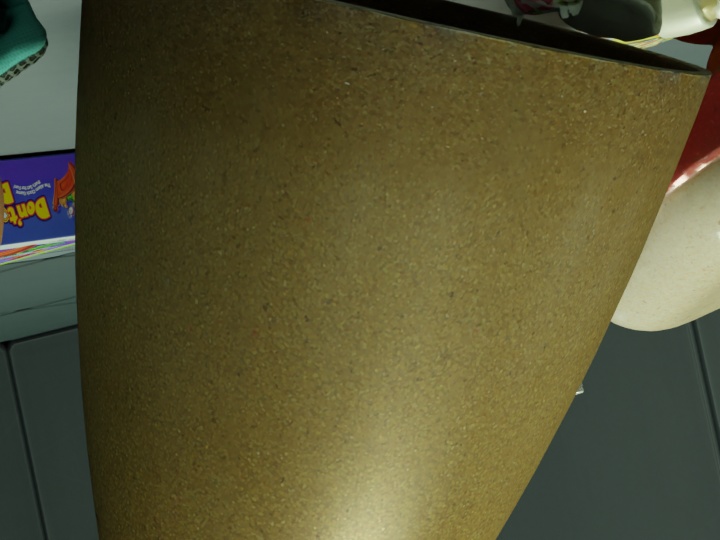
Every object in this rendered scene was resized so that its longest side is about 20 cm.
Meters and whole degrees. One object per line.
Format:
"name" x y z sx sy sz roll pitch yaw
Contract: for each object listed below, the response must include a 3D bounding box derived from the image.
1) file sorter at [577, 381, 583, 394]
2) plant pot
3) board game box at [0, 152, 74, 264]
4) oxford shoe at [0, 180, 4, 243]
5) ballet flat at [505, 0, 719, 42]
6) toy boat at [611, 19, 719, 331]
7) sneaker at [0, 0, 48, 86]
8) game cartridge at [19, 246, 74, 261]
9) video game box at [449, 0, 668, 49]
"file sorter" 0.000 0.000 1.041 0.139 0.125 0.200 -10 177 1
"plant pot" -0.009 0.016 0.826 0.186 0.200 0.186 12 -171 -2
"board game box" -0.239 -0.020 1.415 0.134 0.045 0.200 -14 177 40
"oxford shoe" -0.250 -0.015 1.207 0.200 0.071 0.071 -11 180 16
"ballet flat" 0.085 -0.102 0.858 0.076 0.064 0.200 -14 178 31
"toy boat" 0.142 -0.072 0.962 0.200 0.131 0.131 -22 166 -33
"sneaker" -0.160 -0.060 0.751 0.091 0.078 0.200 -30 173 25
"game cartridge" -0.152 -0.036 1.607 0.200 0.040 0.133 -14 180 42
"video game box" 0.023 -0.091 1.059 0.200 0.047 0.182 -11 180 -24
